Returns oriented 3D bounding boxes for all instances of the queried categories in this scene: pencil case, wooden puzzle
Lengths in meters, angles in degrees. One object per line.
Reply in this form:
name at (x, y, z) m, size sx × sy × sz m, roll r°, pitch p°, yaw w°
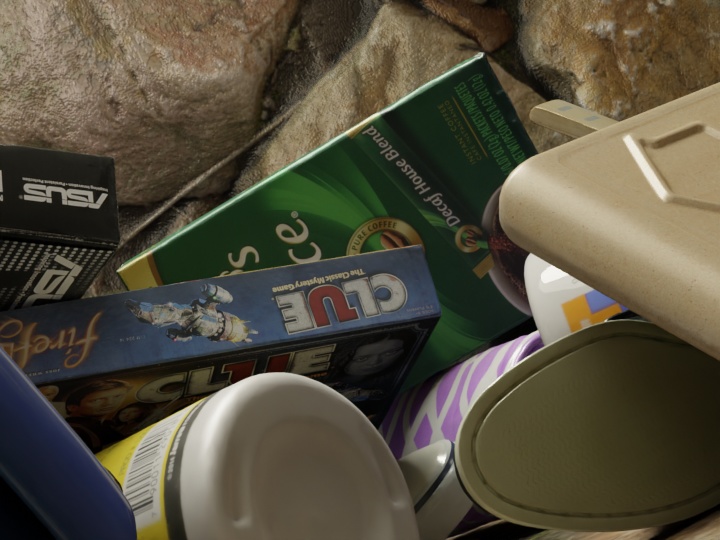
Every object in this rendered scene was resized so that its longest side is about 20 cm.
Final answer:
pencil case at (0.055, 0.088, 1.081) m, size 0.085 × 0.084 × 0.200 m, roll 23°, pitch -25°, yaw -21°
wooden puzzle at (0.177, -0.012, 0.799) m, size 0.200 × 0.046 × 0.185 m, roll -27°, pitch 42°, yaw -35°

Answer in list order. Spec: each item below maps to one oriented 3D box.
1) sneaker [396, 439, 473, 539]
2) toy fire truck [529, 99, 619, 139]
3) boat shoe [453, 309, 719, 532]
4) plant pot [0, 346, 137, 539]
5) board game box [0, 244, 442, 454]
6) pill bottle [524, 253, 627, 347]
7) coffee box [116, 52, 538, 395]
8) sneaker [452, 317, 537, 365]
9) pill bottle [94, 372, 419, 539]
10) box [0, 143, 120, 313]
sneaker at (-0.035, 0.121, 1.026) m, size 0.200 × 0.071 × 0.073 m, roll -32°, pitch 18°, yaw 28°
toy fire truck at (0.212, -0.039, 1.452) m, size 0.128 × 0.201 × 0.176 m, roll -25°, pitch -2°, yaw 14°
boat shoe at (0.113, 0.047, 0.822) m, size 0.199 × 0.075 × 0.066 m, roll -24°, pitch -5°, yaw -25°
plant pot at (-0.199, 0.089, 0.740) m, size 0.180 × 0.200 × 0.200 m, roll -47°, pitch 15°, yaw -25°
board game box at (-0.077, 0.047, 0.958) m, size 0.199 × 0.035 × 0.136 m, roll -9°, pitch -23°, yaw -17°
pill bottle at (0.177, 0.000, 0.932) m, size 0.199 × 0.112 × 0.112 m, roll -26°, pitch -3°, yaw 13°
coffee box at (0.000, 0.000, 1.070) m, size 0.199 × 0.123 × 0.044 m, roll -29°, pitch 5°, yaw 0°
sneaker at (0.069, 0.042, 1.190) m, size 0.060 × 0.201 × 0.104 m, roll 0°, pitch 14°, yaw -20°
pill bottle at (-0.082, 0.122, 0.870) m, size 0.200 × 0.112 × 0.111 m, roll -27°, pitch -3°, yaw 39°
box at (-0.218, 0.008, 0.907) m, size 0.192 × 0.048 × 0.200 m, roll 9°, pitch -31°, yaw -26°
